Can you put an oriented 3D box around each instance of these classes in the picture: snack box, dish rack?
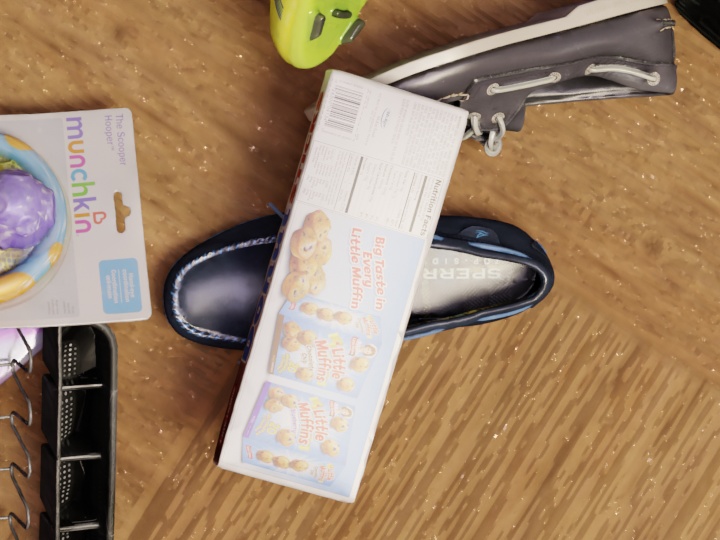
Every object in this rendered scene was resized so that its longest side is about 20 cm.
[{"bbox_3d":[-0.010,0.008,1.279,0.072,0.024,0.201,16,92,-11],"label":"snack box"},{"bbox_3d":[-0.222,0.094,1.279,0.199,0.055,0.154,-3,106,-20],"label":"dish rack"}]

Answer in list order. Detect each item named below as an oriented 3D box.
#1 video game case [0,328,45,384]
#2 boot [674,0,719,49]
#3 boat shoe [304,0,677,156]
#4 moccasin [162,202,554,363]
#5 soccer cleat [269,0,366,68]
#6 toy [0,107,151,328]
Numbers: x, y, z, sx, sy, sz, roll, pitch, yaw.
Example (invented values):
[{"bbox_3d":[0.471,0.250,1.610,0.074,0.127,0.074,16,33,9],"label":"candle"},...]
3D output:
[{"bbox_3d":[-0.246,0.021,1.304,0.200,0.019,0.143,-42,102,-6],"label":"video game case"},{"bbox_3d":[0.240,-0.182,1.295,0.076,0.200,0.168,38,90,-7],"label":"boot"},{"bbox_3d":[0.071,-0.091,1.332,0.199,0.073,0.063,-19,96,-14],"label":"boat shoe"},{"bbox_3d":[0.000,0.000,1.326,0.199,0.068,0.081,-10,99,-8],"label":"moccasin"},{"bbox_3d":[-0.023,-0.199,1.259,0.084,0.065,0.201,16,108,26],"label":"soccer cleat"},{"bbox_3d":[-0.203,-0.030,1.251,0.199,0.047,0.115,-5,67,-7],"label":"toy"}]
